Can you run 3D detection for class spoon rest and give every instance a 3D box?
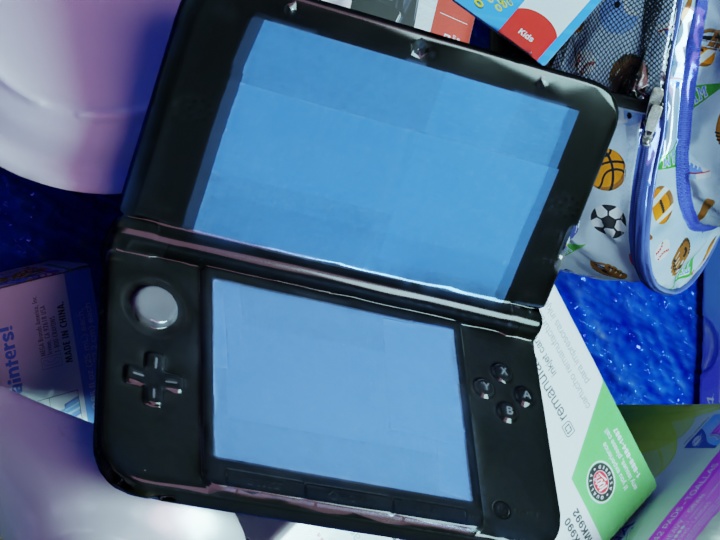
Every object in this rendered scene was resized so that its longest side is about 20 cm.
[{"bbox_3d":[-0.136,0.084,0.631,0.200,0.099,0.061,31,34,-15],"label":"spoon rest"}]

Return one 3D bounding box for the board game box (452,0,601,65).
[{"bbox_3d":[0.019,-0.206,0.692,0.196,0.056,0.200,32,31,-17],"label":"board game box"}]

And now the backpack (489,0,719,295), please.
[{"bbox_3d":[0.162,-0.083,0.860,0.200,0.154,0.191,-6,114,-56],"label":"backpack"}]

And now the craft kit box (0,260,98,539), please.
[{"bbox_3d":[-0.194,0.113,0.681,0.197,0.048,0.201,-15,103,-38],"label":"craft kit box"}]

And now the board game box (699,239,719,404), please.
[{"bbox_3d":[0.310,0.052,0.959,0.097,0.200,0.160,-3,97,-38],"label":"board game box"}]

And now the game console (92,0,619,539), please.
[{"bbox_3d":[0.007,0.003,0.636,0.199,0.118,0.171,12,50,-21],"label":"game console"}]

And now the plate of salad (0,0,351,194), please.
[{"bbox_3d":[-0.101,-0.129,0.682,0.199,0.048,0.201,0,81,1],"label":"plate of salad"}]

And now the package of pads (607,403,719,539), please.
[{"bbox_3d":[0.159,0.142,0.851,0.155,0.200,0.068,-45,105,-24],"label":"package of pads"}]

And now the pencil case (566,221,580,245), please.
[{"bbox_3d":[0.000,0.000,0.748,0.200,0.083,0.091,-31,156,-2],"label":"pencil case"}]

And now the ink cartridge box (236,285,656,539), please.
[{"bbox_3d":[0.033,0.113,0.779,0.200,0.084,0.146,-43,117,-26],"label":"ink cartridge box"}]

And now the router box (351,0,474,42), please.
[{"bbox_3d":[-0.027,-0.136,0.782,0.179,0.049,0.201,17,84,-37],"label":"router box"}]
